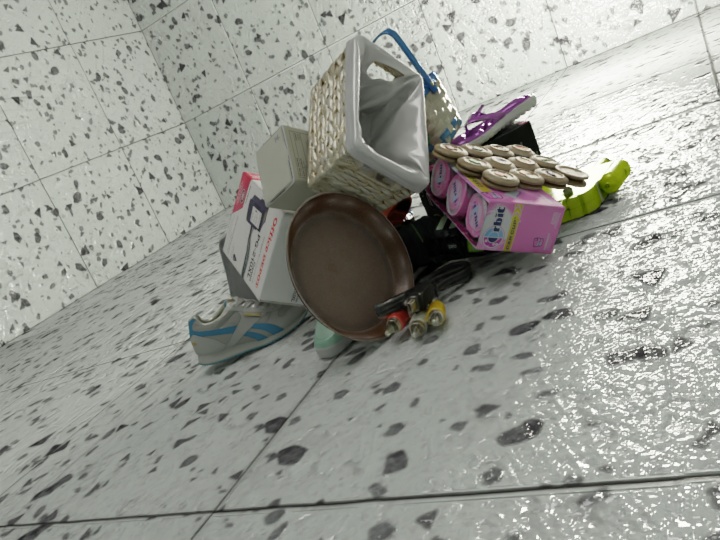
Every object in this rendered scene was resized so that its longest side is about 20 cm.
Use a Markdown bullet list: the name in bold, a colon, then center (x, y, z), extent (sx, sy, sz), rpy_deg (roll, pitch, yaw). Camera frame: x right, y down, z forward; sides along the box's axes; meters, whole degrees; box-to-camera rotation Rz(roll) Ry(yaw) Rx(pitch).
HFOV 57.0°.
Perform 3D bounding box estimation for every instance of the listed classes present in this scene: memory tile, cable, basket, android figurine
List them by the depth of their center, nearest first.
- **cable**: center (0.086, 0.038, 0.861), extent (0.095, 0.052, 0.199), rpy_deg (-12, 9, 28)
- **memory tile**: center (0.210, -0.147, 0.921), extent (0.196, 0.017, 0.153), rpy_deg (-7, 32, -35)
- **basket**: center (0.007, -0.194, 0.925), extent (0.122, 0.133, 0.205), rpy_deg (-31, 48, 43)
- **android figurine**: center (0.313, -0.119, 1.006), extent (0.179, 0.042, 0.199), rpy_deg (-11, 19, 44)
- **basket**: center (0.057, -0.263, 1.076), extent (0.176, 0.200, 0.140), rpy_deg (-36, 10, 44)

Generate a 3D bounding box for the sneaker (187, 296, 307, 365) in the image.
- **sneaker**: center (-0.175, 0.078, 1.052), extent (0.196, 0.083, 0.076), rpy_deg (-22, 12, -14)

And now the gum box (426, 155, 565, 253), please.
- **gum box**: center (0.175, -0.099, 0.907), extent (0.110, 0.068, 0.201), rpy_deg (3, 27, -18)

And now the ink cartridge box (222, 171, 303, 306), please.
- **ink cartridge box**: center (-0.143, -0.054, 1.073), extent (0.083, 0.148, 0.200), rpy_deg (7, 20, -33)

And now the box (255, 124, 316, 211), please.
- **box**: center (-0.050, -0.141, 0.989), extent (0.197, 0.097, 0.077), rpy_deg (5, -26, -41)

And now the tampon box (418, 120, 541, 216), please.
- **tampon box**: center (0.205, -0.162, 1.160), extent (0.196, 0.129, 0.150), rpy_deg (-25, 14, -2)

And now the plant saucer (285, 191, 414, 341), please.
- **plant saucer**: center (-0.016, -0.004, 0.857), extent (0.199, 0.202, 0.032), rpy_deg (-37, 4, -42)

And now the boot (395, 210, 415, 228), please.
- **boot**: center (0.073, -0.080, 1.197), extent (0.095, 0.076, 0.200), rpy_deg (-22, 25, -17)

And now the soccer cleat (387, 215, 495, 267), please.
- **soccer cleat**: center (0.134, -0.044, 0.938), extent (0.195, 0.069, 0.081), rpy_deg (-12, 18, -12)

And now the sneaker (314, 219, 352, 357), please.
- **sneaker**: center (-0.044, 0.012, 0.906), extent (0.072, 0.119, 0.204), rpy_deg (-13, 42, 31)

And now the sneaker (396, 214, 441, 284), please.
- **sneaker**: center (0.061, -0.023, 1.005), extent (0.199, 0.084, 0.071), rpy_deg (-36, 18, -36)

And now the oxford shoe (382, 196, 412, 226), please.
- **oxford shoe**: center (0.013, -0.067, 1.112), extent (0.070, 0.073, 0.202), rpy_deg (-9, -41, -51)

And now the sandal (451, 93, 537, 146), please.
- **sandal**: center (0.211, -0.256, 1.114), extent (0.201, 0.051, 0.082), rpy_deg (-35, 17, -23)

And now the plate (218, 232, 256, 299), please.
- **plate**: center (-0.179, -0.034, 1.259), extent (0.198, 0.203, 0.032), rpy_deg (-34, 53, -28)
